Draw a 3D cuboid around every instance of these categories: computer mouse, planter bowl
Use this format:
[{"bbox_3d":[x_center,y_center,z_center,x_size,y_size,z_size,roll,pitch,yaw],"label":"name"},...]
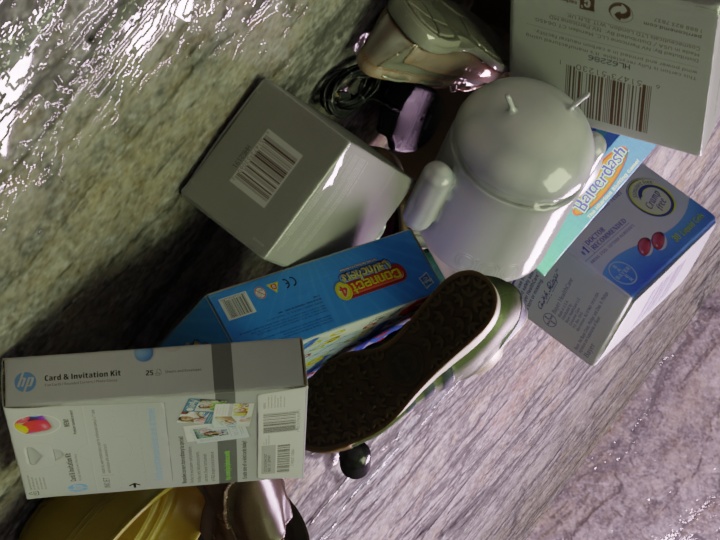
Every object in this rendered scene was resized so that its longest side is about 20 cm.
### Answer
[{"bbox_3d":[0.011,-0.131,1.681,0.059,0.034,0.200,-65,156,6],"label":"computer mouse"},{"bbox_3d":[-0.205,0.211,1.655,0.201,0.083,0.201,-48,163,-19],"label":"planter bowl"}]

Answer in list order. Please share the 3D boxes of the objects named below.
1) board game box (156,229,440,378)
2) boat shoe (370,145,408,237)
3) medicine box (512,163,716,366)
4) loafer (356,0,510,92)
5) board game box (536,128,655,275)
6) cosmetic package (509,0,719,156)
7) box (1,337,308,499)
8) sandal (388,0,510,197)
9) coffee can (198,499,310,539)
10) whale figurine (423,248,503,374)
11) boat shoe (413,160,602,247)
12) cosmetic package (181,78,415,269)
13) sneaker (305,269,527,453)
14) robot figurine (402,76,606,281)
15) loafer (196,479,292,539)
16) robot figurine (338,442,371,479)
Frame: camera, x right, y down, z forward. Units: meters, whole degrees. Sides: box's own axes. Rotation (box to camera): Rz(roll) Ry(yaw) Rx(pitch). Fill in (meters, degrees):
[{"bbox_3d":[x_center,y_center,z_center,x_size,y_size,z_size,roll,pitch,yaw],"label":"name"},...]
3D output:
[{"bbox_3d":[-0.068,0.061,1.598,0.199,0.056,0.196,-19,163,-39],"label":"board game box"},{"bbox_3d":[0.000,0.000,1.708,0.066,0.074,0.201,160,-68,-87],"label":"boat shoe"},{"bbox_3d":[0.213,-0.036,2.123,0.182,0.200,0.103,-38,160,-44],"label":"medicine box"},{"bbox_3d":[0.055,-0.170,1.666,0.063,0.072,0.200,-42,163,17],"label":"loafer"},{"bbox_3d":[0.187,-0.111,1.969,0.045,0.152,0.200,37,96,-34],"label":"board game box"},{"bbox_3d":[0.224,-0.231,1.695,0.167,0.166,0.201,86,24,-51],"label":"cosmetic package"},{"bbox_3d":[-0.137,0.103,1.477,0.199,0.041,0.156,-5,152,-5],"label":"box"},{"bbox_3d":[0.097,-0.150,1.793,0.213,0.077,0.070,-63,164,9],"label":"sandal"},{"bbox_3d":[-0.111,0.284,1.957,0.147,0.146,0.200,-49,164,-16],"label":"coffee can"},{"bbox_3d":[0.061,0.039,1.989,0.200,0.158,0.104,150,-44,-73],"label":"whale figurine"},{"bbox_3d":[0.116,-0.069,1.889,0.199,0.074,0.065,-27,168,18],"label":"boat shoe"},{"bbox_3d":[-0.040,-0.060,1.571,0.107,0.090,0.200,-54,167,2],"label":"cosmetic package"},{"bbox_3d":[0.044,0.072,1.598,0.200,0.067,0.090,-39,159,23],"label":"sneaker"},{"bbox_3d":[0.113,-0.070,1.684,0.169,0.113,0.200,-16,149,-30],"label":"robot figurine"},{"bbox_3d":[-0.077,0.171,1.644,0.073,0.071,0.200,-41,161,-20],"label":"loafer"},{"bbox_3d":[-0.012,0.083,1.835,0.125,0.150,0.200,-43,173,-8],"label":"robot figurine"}]
